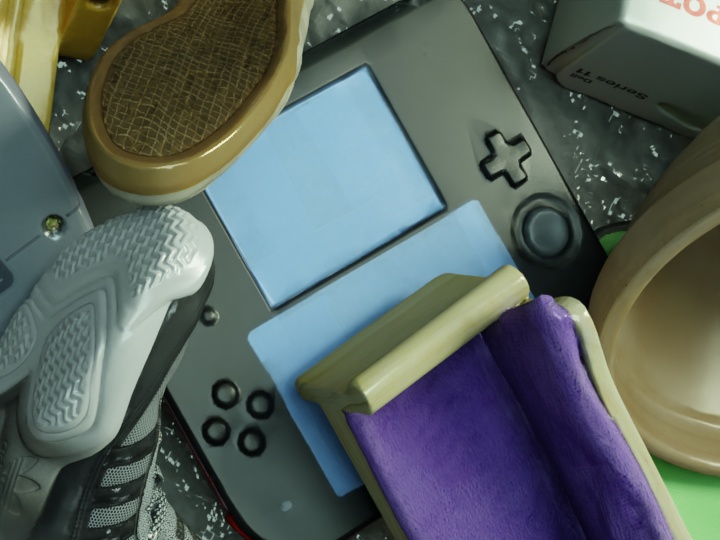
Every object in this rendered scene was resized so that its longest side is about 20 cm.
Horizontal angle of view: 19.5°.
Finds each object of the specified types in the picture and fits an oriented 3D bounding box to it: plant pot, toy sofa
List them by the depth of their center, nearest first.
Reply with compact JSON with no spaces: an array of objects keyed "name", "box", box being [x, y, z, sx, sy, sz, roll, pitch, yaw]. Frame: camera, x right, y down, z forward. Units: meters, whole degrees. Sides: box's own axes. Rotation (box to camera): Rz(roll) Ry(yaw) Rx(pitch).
[{"name":"toy sofa","box":[0.067,0.104,0.805,0.083,0.097,0.201,-34,107,-21]},{"name":"plant pot","box":[0.186,-0.009,0.853,0.199,0.202,0.093,8,48,-17]}]

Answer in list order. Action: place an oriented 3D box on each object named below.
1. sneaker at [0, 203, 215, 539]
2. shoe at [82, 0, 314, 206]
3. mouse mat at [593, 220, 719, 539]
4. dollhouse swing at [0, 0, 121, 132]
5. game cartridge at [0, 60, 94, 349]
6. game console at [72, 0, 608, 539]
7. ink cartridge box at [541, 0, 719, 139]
[{"name":"sneaker","box":[-0.086,0.074,0.767,0.113,0.076,0.201,25,107,-32]},{"name":"shoe","box":[-0.053,-0.073,0.790,0.069,0.054,0.201,7,33,10]},{"name":"mouse mat","box":[0.202,0.044,0.933,0.198,0.008,0.162,-10,83,-21]},{"name":"dollhouse swing","box":[-0.182,-0.099,0.753,0.198,0.182,0.177,9,67,-17]},{"name":"game cartridge","box":[-0.182,-0.036,0.742,0.133,0.042,0.201,-37,120,-3]},{"name":"game console","box":[0.000,0.000,0.853,0.199,0.031,0.178,-30,96,-22]},{"name":"ink cartridge box","box":[0.179,-0.161,0.921,0.145,0.083,0.202,19,76,-14]}]
